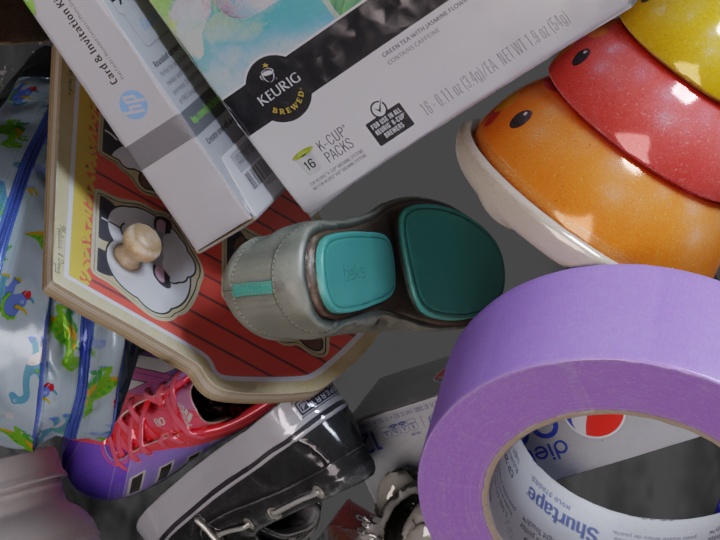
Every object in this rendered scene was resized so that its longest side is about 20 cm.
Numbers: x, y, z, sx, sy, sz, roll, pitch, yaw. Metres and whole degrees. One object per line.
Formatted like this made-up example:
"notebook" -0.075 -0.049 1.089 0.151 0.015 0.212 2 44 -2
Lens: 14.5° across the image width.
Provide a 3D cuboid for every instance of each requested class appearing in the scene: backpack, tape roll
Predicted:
"backpack" -0.164 0.004 1.421 0.153 0.200 0.164 22 117 10
"tape roll" 0.130 0.092 1.312 0.199 0.066 0.200 8 133 9

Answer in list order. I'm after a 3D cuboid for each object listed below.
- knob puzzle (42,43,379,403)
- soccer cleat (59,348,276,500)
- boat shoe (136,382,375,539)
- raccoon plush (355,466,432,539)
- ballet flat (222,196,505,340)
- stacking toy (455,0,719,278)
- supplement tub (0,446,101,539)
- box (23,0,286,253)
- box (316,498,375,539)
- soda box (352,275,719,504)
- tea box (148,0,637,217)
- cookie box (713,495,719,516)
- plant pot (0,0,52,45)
"knob puzzle" -0.065 -0.017 1.391 0.220 0.220 0.030 46 121 -3
"soccer cleat" -0.094 0.070 1.495 0.200 0.073 0.068 -33 99 28
"boat shoe" -0.051 0.120 1.471 0.068 0.074 0.199 55 139 4
"raccoon plush" 0.010 0.189 1.419 0.097 0.134 0.200 26 134 -9
"ballet flat" 0.000 0.000 1.374 0.064 0.200 0.068 -9 87 30
"stacking toy" 0.151 -0.092 1.324 0.146 0.146 0.200 35 105 3
"supplement tub" -0.191 0.207 1.508 0.140 0.140 0.201 -21 84 25
"box" -0.095 -0.123 1.371 0.041 0.156 0.200 -29 100 26
"box" -0.021 0.237 1.526 0.100 0.095 0.200 31 117 4
"soda box" 0.095 0.067 1.431 0.200 0.068 0.064 -19 103 25
"tea box" 0.011 -0.170 1.327 0.200 0.134 0.197 -33 97 27
"cookie box" 0.269 0.165 1.406 0.199 0.075 0.172 21 118 11
"plant pot" -0.242 -0.214 1.390 0.186 0.187 0.201 3 97 18
